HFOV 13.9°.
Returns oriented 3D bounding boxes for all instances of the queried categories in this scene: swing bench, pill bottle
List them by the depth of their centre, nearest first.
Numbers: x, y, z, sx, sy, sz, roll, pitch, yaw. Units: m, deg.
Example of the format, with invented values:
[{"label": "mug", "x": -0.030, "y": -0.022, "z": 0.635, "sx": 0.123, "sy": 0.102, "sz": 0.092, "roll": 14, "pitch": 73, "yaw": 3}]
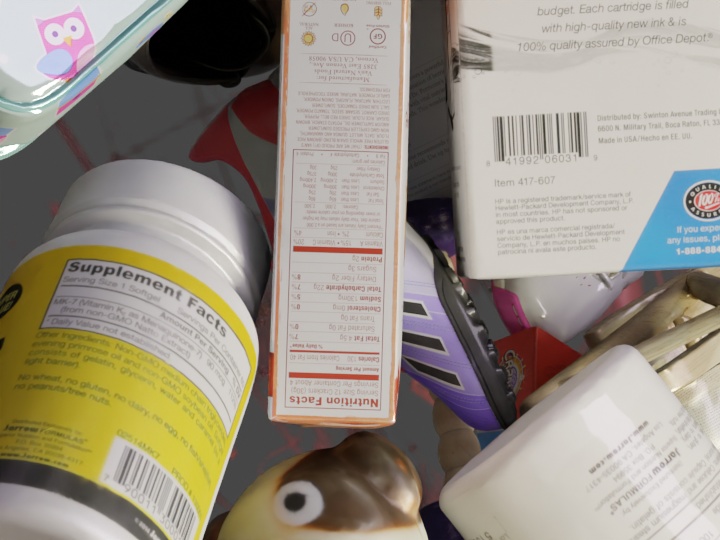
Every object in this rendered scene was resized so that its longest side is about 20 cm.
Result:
[{"label": "pill bottle", "x": -0.105, "y": 0.057, "z": 1.197, "sx": 0.114, "sy": 0.114, "sz": 0.200, "roll": 44, "pitch": 42, "yaw": -26}, {"label": "pill bottle", "x": 0.137, "y": 0.143, "z": 1.312, "sx": 0.200, "sy": 0.114, "sz": 0.114, "roll": 52, "pitch": 38, "yaw": 1}, {"label": "swing bench", "x": 0.195, "y": 0.104, "z": 1.454, "sx": 0.200, "sy": 0.129, "sz": 0.200, "roll": 63, "pitch": 18, "yaw": -3}]

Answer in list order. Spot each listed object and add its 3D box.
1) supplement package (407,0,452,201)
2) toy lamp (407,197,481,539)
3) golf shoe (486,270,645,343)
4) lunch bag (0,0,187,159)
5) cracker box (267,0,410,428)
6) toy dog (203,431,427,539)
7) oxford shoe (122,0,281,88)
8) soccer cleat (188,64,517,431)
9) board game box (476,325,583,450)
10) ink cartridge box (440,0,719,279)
[{"label": "supplement package", "x": 0.050, "y": -0.150, "z": 1.494, "sx": 0.120, "sy": 0.121, "sz": 0.201, "roll": -30, "pitch": 96, "yaw": -53}, {"label": "toy lamp", "x": 0.045, "y": 0.065, "z": 1.425, "sx": 0.058, "sy": 0.058, "sz": 0.201, "roll": 13, "pitch": 61, "yaw": -47}, {"label": "golf shoe", "x": 0.134, "y": -0.027, "z": 1.558, "sx": 0.075, "sy": 0.091, "sz": 0.200, "roll": 57, "pitch": 39, "yaw": -14}, {"label": "lunch bag", "x": -0.165, "y": -0.151, "z": 1.159, "sx": 0.200, "sy": 0.077, "sz": 0.160, "roll": 46, "pitch": 62, "yaw": -4}, {"label": "cracker box", "x": -0.008, "y": -0.032, "z": 1.280, "sx": 0.134, "sy": 0.057, "sz": 0.201, "roll": 98, "pitch": -5, "yaw": -87}, {"label": "toy dog", "x": 0.020, "y": 0.166, "z": 1.276, "sx": 0.200, "sy": 0.139, "sz": 0.194, "roll": 52, "pitch": 29, "yaw": -17}, {"label": "oxford shoe", "x": -0.071, "y": -0.108, "z": 1.330, "sx": 0.084, "sy": 0.073, "sz": 0.200, "roll": 35, "pitch": 11, "yaw": 21}, {"label": "soccer cleat", "x": 0.000, "y": 0.000, "z": 1.379, "sx": 0.200, "sy": 0.073, "sz": 0.068, "roll": 56, "pitch": 1, "yaw": -1}, {"label": "board game box", "x": 0.137, "y": 0.139, "z": 1.509, "sx": 0.200, "sy": 0.040, "sz": 0.154, "roll": 32, "pitch": 49, "yaw": -37}, {"label": "ink cartridge box", "x": 0.113, "y": -0.099, "z": 1.375, "sx": 0.084, "sy": 0.145, "sz": 0.201, "roll": -168, "pitch": -105, "yaw": -87}]
